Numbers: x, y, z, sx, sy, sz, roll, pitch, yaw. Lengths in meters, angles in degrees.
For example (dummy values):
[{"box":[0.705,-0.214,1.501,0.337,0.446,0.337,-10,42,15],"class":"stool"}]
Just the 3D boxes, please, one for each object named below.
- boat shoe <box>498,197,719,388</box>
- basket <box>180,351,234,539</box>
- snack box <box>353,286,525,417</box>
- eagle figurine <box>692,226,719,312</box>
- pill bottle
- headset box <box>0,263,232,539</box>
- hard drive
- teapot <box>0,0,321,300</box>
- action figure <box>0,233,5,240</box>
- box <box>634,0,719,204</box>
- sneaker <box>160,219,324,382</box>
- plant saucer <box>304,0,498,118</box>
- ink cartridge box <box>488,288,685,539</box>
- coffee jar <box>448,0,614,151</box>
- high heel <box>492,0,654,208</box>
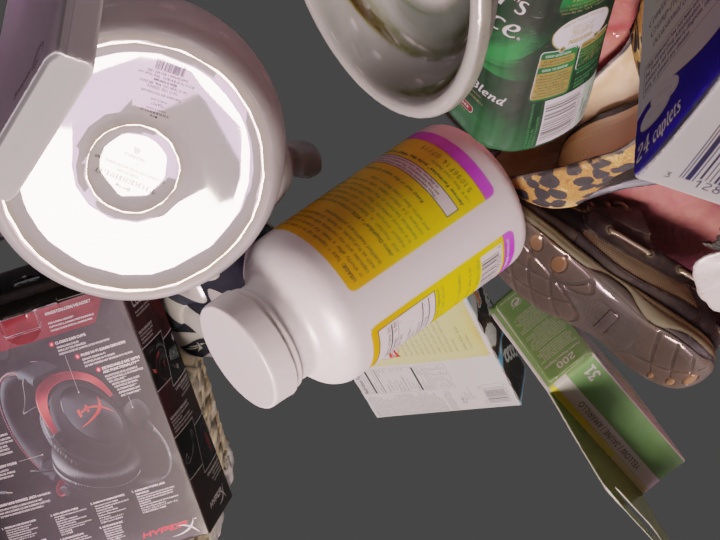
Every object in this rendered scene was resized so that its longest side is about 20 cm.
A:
[{"box":[0.156,-0.005,1.338,0.200,0.073,0.074,38,148,-4],"class":"boat shoe"},{"box":[-0.210,0.164,1.545,0.197,0.201,0.161,4,138,6],"class":"basket"},{"box":[0.034,0.032,1.441,0.115,0.037,0.200,-6,141,20],"class":"snack box"},{"box":[0.274,-0.031,1.189,0.151,0.200,0.152,-21,110,-1],"class":"eagle figurine"},{"box":[0.000,0.000,1.256,0.104,0.200,0.105,41,151,28],"class":"pill bottle"},{"box":[-0.191,0.091,1.359,0.148,0.075,0.201,-18,101,13],"class":"headset box"},{"box":[-0.163,-0.154,1.088,0.027,0.201,0.132,17,144,-21],"class":"hard drive"},{"box":[-0.143,-0.088,1.234,0.196,0.146,0.201,-24,115,3],"class":"teapot"},{"box":[-0.322,-0.044,1.392,0.199,0.070,0.131,4,137,0],"class":"action figure"},{"box":[0.247,-0.123,1.044,0.183,0.201,0.105,17,142,-12],"class":"box"},{"box":[-0.067,0.039,1.379,0.130,0.079,0.199,46,151,14],"class":"sneaker"},{"box":[0.023,-0.182,1.066,0.050,0.201,0.201,-22,152,-24],"class":"plant saucer"},{"box":[0.173,0.107,1.383,0.048,0.200,0.146,-39,130,6],"class":"ink cartridge box"},{"box":[0.093,-0.163,1.103,0.085,0.104,0.200,-24,152,-25],"class":"coffee jar"},{"box":[0.134,-0.098,1.209,0.142,0.072,0.200,-6,151,10],"class":"high heel"}]
